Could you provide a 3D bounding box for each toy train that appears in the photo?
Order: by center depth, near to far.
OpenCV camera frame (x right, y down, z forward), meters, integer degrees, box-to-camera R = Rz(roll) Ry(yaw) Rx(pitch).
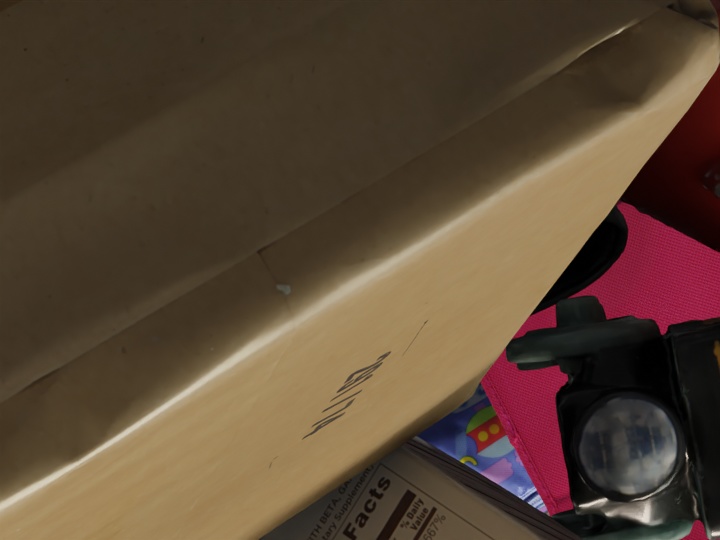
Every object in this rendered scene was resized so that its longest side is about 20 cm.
[{"bbox_3d":[0.108,0.046,0.845,0.114,0.086,0.200,-9,178,6],"label":"toy train"}]

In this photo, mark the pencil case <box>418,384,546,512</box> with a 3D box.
[{"bbox_3d":[0.105,0.067,1.378,0.200,0.087,0.078,-35,145,-8],"label":"pencil case"}]

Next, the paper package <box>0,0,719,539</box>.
[{"bbox_3d":[-0.053,-0.001,0.527,0.190,0.104,0.200,-32,170,-20],"label":"paper package"}]

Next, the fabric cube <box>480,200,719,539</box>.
[{"bbox_3d":[0.192,0.034,1.134,0.199,0.200,0.196,-31,175,35],"label":"fabric cube"}]

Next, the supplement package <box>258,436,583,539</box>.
[{"bbox_3d":[-0.014,0.143,0.697,0.200,0.111,0.156,-57,147,0],"label":"supplement package"}]

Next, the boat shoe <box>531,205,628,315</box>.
[{"bbox_3d":[0.014,0.000,0.812,0.200,0.062,0.073,-26,148,-53],"label":"boat shoe"}]

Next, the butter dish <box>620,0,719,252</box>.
[{"bbox_3d":[0.194,-0.087,0.860,0.199,0.148,0.200,26,133,-27],"label":"butter dish"}]
